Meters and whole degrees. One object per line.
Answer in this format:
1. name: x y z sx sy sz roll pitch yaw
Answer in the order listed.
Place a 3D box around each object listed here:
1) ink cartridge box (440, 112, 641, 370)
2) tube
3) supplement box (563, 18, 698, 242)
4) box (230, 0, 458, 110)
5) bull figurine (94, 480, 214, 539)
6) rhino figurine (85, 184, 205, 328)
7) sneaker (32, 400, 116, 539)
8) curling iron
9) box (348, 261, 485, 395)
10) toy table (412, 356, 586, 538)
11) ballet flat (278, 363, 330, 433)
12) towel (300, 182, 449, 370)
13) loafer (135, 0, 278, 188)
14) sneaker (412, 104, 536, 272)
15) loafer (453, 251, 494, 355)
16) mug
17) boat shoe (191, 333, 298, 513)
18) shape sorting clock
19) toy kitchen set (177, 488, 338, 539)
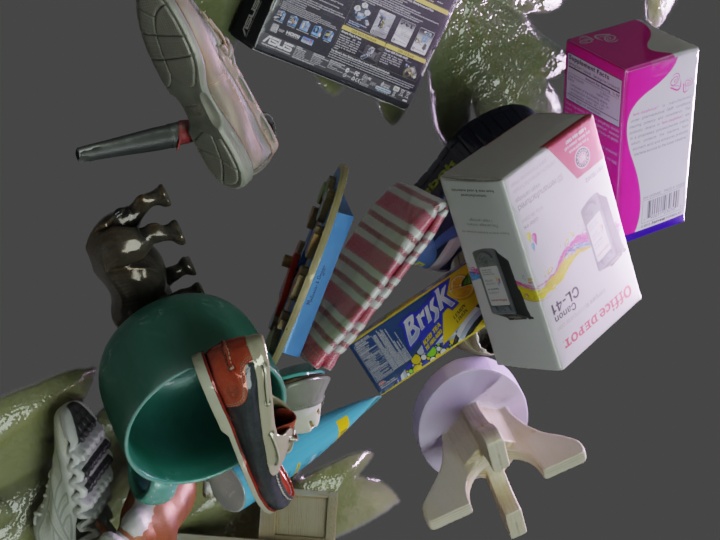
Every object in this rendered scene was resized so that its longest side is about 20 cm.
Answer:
1. ink cartridge box: 0.173 -0.029 1.611 0.147 0.085 0.201 -36 116 -36
2. tube: -0.064 0.178 1.715 0.199 0.051 0.077 -26 173 -42
3. supplement box: 0.279 -0.146 1.794 0.101 0.103 0.202 -18 125 -28
4. box: -0.003 -0.251 1.556 0.199 0.049 0.162 15 106 -41
5. bull figurine: -0.192 0.230 1.614 0.122 0.065 0.201 80 25 -46
6. rhino figurine: -0.188 0.021 1.556 0.087 0.060 0.201 -21 128 -7
7. sneaker: -0.272 0.220 1.599 0.075 0.080 0.202 -46 134 -68
8. curling iron: -0.160 -0.112 1.527 0.199 0.026 0.050 -9 116 -33
9. box: 0.087 0.042 1.721 0.199 0.070 0.065 -33 91 5
10. toy table: 0.137 0.195 1.833 0.183 0.118 0.200 -31 139 5
11. ballet flat: -0.057 0.125 1.636 0.067 0.200 0.064 -12 89 0
12. towel: 0.000 0.000 1.637 0.030 0.146 0.201 38 88 -19
13. loafer: -0.131 -0.170 1.486 0.063 0.072 0.201 -40 122 -31
14. sneaker: 0.112 -0.080 1.703 0.082 0.074 0.200 34 109 -30
15. loafer: 0.138 0.002 1.790 0.075 0.068 0.202 -15 122 -30
16. mug: -0.167 0.105 1.517 0.184 0.115 0.152 -37 139 6
17. boat shoe: -0.085 0.132 1.455 0.062 0.071 0.201 -23 132 -4
18. shape sorting clock: -0.053 -0.004 1.576 0.039 0.200 0.201 20 103 -10
19. toy kitchen set: -0.111 0.336 1.799 0.161 0.181 0.202 5 77 0
